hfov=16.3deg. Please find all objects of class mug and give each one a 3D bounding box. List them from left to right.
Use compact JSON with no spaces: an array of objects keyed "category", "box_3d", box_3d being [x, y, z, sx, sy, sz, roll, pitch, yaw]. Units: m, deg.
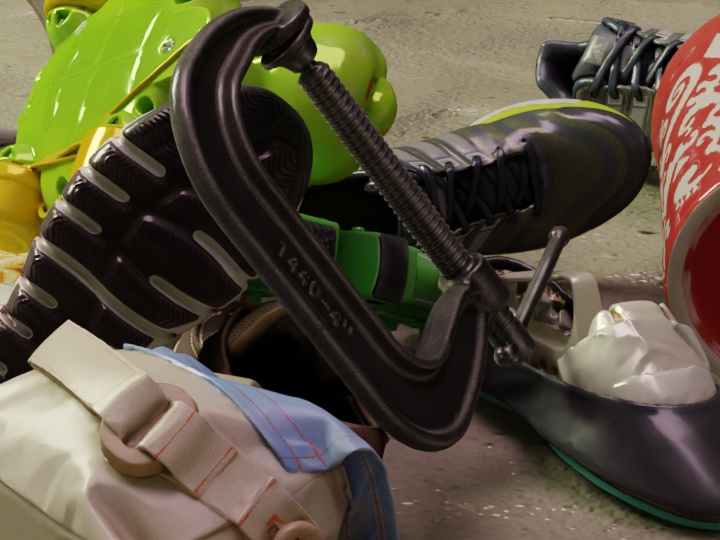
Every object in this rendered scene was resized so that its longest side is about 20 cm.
[{"category":"mug","box_3d":[0.194,-0.051,1.118,0.133,0.178,0.200,8,23,7]}]

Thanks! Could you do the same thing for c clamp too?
[{"category":"c clamp","box_3d":[0.002,-0.023,0.918,0.027,0.200,0.171,-23,31,31]}]

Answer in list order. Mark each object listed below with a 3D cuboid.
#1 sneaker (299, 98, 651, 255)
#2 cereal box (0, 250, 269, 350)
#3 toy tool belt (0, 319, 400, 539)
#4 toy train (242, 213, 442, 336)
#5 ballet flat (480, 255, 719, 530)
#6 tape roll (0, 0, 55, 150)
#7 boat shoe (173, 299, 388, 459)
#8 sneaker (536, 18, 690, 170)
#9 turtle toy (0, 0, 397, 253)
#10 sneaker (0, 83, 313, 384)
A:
[{"category":"sneaker","box_3d":[0.039,-0.030,1.177,0.199,0.074,0.081,-14,9,4]},{"category":"cereal box","box_3d":[-0.159,0.022,1.103,0.200,0.040,0.144,-15,23,-38]},{"category":"toy tool belt","box_3d":[-0.037,0.080,0.792,0.123,0.125,0.200,-23,27,-31]},{"category":"toy train","box_3d":[0.000,0.000,1.062,0.056,0.042,0.200,2,-6,35]},{"category":"ballet flat","box_3d":[0.092,0.038,0.998,0.073,0.073,0.200,-9,20,-25]},{"category":"tape roll","box_3d":[-0.187,-0.110,1.254,0.200,0.201,0.066,4,20,15]},{"category":"boat shoe","box_3d":[-0.028,0.045,0.955,0.072,0.072,0.200,9,17,-14]},{"category":"sneaker","box_3d":[0.157,-0.094,1.306,0.081,0.074,0.200,27,-14,-22]},{"category":"turtle toy","box_3d":[-0.073,-0.067,1.079,0.200,0.146,0.101,-11,-37,46]},{"category":"sneaker","box_3d":[-0.101,0.003,0.974,0.200,0.076,0.116,-46,10,2]}]
